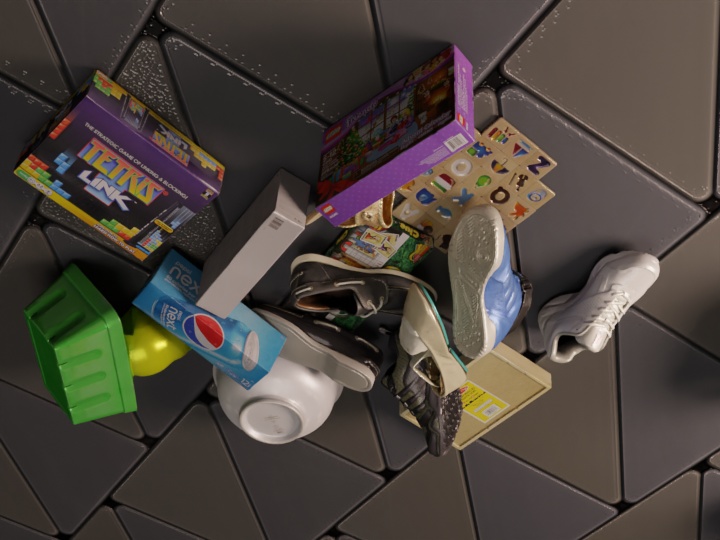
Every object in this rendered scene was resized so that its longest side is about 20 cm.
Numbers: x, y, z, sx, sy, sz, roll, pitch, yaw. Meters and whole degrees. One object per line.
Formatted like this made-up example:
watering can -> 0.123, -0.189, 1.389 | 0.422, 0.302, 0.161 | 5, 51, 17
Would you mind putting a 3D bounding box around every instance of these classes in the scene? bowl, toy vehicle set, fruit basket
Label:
bowl -> -0.124, 0.186, 1.598 | 0.197, 0.091, 0.203 | 3, 134, 3
toy vehicle set -> 0.166, 0.182, 1.611 | 0.123, 0.027, 0.200 | 32, 128, -23
fruit basket -> -0.338, 0.094, 1.523 | 0.214, 0.155, 0.218 | -30, 143, -27

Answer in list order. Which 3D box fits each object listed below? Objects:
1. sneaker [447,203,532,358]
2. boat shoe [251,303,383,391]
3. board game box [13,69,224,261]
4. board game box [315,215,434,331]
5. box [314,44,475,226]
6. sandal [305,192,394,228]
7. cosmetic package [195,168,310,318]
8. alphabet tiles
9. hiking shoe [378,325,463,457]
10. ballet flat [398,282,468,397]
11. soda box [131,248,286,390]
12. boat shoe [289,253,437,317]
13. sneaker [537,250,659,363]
sneaker -> 0.170, 0.002, 1.410 | 0.076, 0.111, 0.203 | 13, 115, 35
boat shoe -> -0.061, 0.094, 1.523 | 0.198, 0.061, 0.074 | 26, 142, 5
board game box -> -0.292, -0.122, 1.343 | 0.199, 0.057, 0.165 | 36, 128, -26
board game box -> 0.000, 0.000, 1.453 | 0.104, 0.024, 0.200 | 24, 133, -20
box -> 0.037, -0.150, 1.230 | 0.198, 0.138, 0.039 | -30, 126, 29
sandal -> 0.022, -0.086, 1.322 | 0.211, 0.078, 0.070 | -36, 90, 28
cosmetic package -> -0.137, -0.031, 1.399 | 0.050, 0.083, 0.200 | 26, 131, -22
alphabet tiles -> 0.137, -0.101, 1.359 | 0.165, 0.006, 0.199 | 33, 128, -24
hiking shoe -> 0.083, 0.166, 1.559 | 0.099, 0.076, 0.203 | 0, 109, 30
ballet flat -> 0.086, 0.097, 1.422 | 0.068, 0.070, 0.201 | -13, 137, 17
soda box -> -0.200, 0.067, 1.475 | 0.199, 0.068, 0.064 | 38, 135, -12
boat shoe -> 0.004, 0.036, 1.426 | 0.197, 0.068, 0.072 | 11, 135, -12
sneaker -> 0.314, 0.057, 1.428 | 0.077, 0.100, 0.200 | 27, 130, -20
